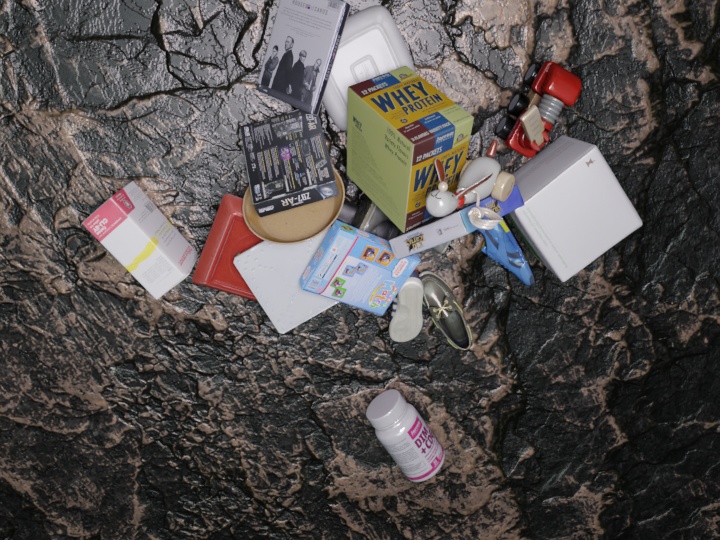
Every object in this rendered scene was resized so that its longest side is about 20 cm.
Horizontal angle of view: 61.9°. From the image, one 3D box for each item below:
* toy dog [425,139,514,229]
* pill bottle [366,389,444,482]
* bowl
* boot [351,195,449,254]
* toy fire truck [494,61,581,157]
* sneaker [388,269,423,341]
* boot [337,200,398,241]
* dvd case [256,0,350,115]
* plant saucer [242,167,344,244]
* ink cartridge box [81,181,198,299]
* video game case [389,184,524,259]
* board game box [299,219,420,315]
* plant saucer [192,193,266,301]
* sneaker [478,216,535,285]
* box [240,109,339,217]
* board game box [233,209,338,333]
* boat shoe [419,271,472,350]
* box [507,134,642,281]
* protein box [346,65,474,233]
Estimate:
[{"bbox_3d":[0.186,-0.156,0.993,0.130,0.200,0.098,13,120,15],"label":"toy dog"},{"bbox_3d":[0.104,0.385,1.404,0.112,0.114,0.201,-33,109,6],"label":"pill bottle"},{"bbox_3d":[0.006,-0.384,1.158,0.197,0.075,0.202,-26,111,4],"label":"bowl"},{"bbox_3d":[0.092,-0.093,1.236,0.199,0.072,0.184,37,64,-19],"label":"boot"},{"bbox_3d":[0.346,-0.309,1.147,0.127,0.200,0.178,25,105,-13],"label":"toy fire truck"},{"bbox_3d":[0.101,0.071,1.327,0.074,0.085,0.202,1,133,-8],"label":"sneaker"},{"bbox_3d":[-0.038,-0.062,1.261,0.197,0.066,0.167,21,93,-18],"label":"boot"},{"bbox_3d":[-0.110,-0.412,1.118,0.149,0.025,0.203,29,108,26],"label":"dvd case"},{"bbox_3d":[-0.124,-0.127,1.140,0.197,0.203,0.036,-16,149,0],"label":"plant saucer"},{"bbox_3d":[-0.427,-0.060,1.186,0.083,0.145,0.201,-37,108,9],"label":"ink cartridge box"},{"bbox_3d":[0.181,-0.089,1.120,0.199,0.180,0.046,-26,92,-41],"label":"video game case"},{"bbox_3d":[0.000,0.000,1.193,0.198,0.037,0.152,20,117,-29],"label":"board game box"},{"bbox_3d":[-0.211,-0.027,1.201,0.197,0.037,0.202,18,110,-24],"label":"plant saucer"},{"bbox_3d":[0.313,-0.042,1.312,0.078,0.066,0.201,-30,109,17],"label":"sneaker"},{"bbox_3d":[-0.138,-0.212,1.144,0.158,0.203,0.044,-16,149,0],"label":"box"},{"bbox_3d":[-0.123,0.003,1.207,0.198,0.026,0.202,-29,120,-1],"label":"board game box"},{"bbox_3d":[0.191,0.091,1.341,0.071,0.060,0.203,-32,109,6],"label":"boat shoe"},{"bbox_3d":[0.416,-0.130,1.229,0.199,0.172,0.200,-38,108,8],"label":"box"},{"bbox_3d":[0.081,-0.223,1.099,0.134,0.199,0.202,-27,145,-22],"label":"protein box"}]
